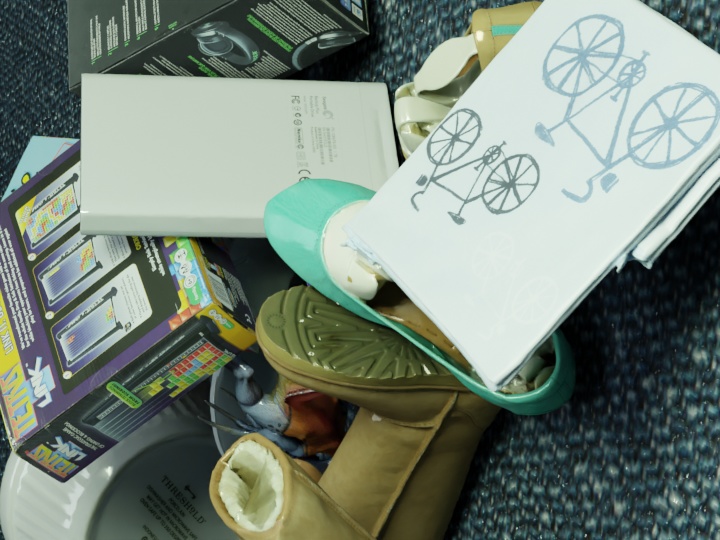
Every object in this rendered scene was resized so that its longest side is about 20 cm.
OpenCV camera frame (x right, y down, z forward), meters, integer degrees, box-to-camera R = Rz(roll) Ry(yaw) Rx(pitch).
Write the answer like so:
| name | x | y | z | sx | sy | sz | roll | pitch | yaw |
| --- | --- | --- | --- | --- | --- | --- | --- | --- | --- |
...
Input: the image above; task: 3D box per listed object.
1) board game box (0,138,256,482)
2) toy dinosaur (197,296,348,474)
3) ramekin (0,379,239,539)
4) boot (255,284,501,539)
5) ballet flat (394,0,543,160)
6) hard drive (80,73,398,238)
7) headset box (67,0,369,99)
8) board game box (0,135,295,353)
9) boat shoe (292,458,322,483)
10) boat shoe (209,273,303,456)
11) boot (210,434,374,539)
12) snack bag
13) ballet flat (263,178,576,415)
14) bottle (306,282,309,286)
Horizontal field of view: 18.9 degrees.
| name | x | y | z | sx | sy | sz | roll | pitch | yaw |
| --- | --- | --- | --- | --- | --- | --- | --- | --- | --- |
| board game box | -0.167 | 0.010 | 1.395 | 0.165 | 0.057 | 0.200 | -37 | 47 | 15 |
| toy dinosaur | -0.043 | 0.103 | 1.412 | 0.182 | 0.105 | 0.200 | 57 | -179 | -35 |
| ramekin | -0.163 | 0.173 | 1.627 | 0.094 | 0.202 | 0.203 | 33 | 122 | 49 |
| boot | -0.004 | 0.106 | 1.273 | 0.066 | 0.175 | 0.200 | -96 | 24 | -44 |
| ballet flat | 0.053 | -0.104 | 1.266 | 0.200 | 0.063 | 0.069 | 133 | 132 | -59 |
| hard drive | -0.077 | -0.073 | 1.370 | 0.132 | 0.199 | 0.027 | -97 | 12 | -45 |
| headset box | -0.106 | -0.203 | 1.453 | 0.200 | 0.093 | 0.175 | -25 | 54 | 27 |
| board game box | -0.152 | -0.020 | 1.515 | 0.199 | 0.103 | 0.105 | 7 | 65 | 38 |
| boat shoe | -0.037 | 0.181 | 1.449 | 0.200 | 0.075 | 0.074 | 93 | -174 | -67 |
| boat shoe | -0.081 | 0.048 | 1.575 | 0.068 | 0.073 | 0.200 | 156 | 113 | -68 |
| boot | 0.012 | 0.194 | 1.198 | 0.066 | 0.200 | 0.175 | -46 | 27 | -6 |
| snack bag | 0.095 | -0.047 | 1.079 | 0.200 | 0.021 | 0.189 | -48 | 37 | 3 |
| ballet flat | 0.035 | 0.008 | 1.176 | 0.067 | 0.200 | 0.070 | -55 | -4 | -7 |
| bottle | 0.000 | 0.000 | 1.387 | 0.200 | 0.065 | 0.084 | -117 | 24 | -46 |
